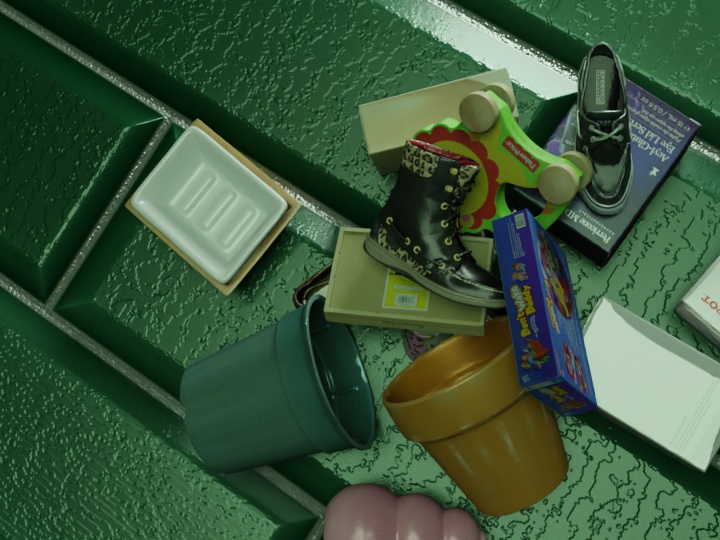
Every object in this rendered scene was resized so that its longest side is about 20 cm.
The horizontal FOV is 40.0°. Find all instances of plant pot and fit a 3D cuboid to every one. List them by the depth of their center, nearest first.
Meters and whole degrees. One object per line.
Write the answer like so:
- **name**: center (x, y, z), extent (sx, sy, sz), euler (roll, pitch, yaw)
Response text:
- **plant pot**: center (0.155, 0.183, 1.190), extent (0.199, 0.200, 0.184), euler (-30, 98, 4)
- **plant pot**: center (-0.108, 0.157, 1.247), extent (0.195, 0.200, 0.202), euler (-21, 78, 15)

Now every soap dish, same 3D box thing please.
- **soap dish**: center (-0.197, -0.084, 1.347), extent (0.200, 0.081, 0.158), euler (39, 89, 14)

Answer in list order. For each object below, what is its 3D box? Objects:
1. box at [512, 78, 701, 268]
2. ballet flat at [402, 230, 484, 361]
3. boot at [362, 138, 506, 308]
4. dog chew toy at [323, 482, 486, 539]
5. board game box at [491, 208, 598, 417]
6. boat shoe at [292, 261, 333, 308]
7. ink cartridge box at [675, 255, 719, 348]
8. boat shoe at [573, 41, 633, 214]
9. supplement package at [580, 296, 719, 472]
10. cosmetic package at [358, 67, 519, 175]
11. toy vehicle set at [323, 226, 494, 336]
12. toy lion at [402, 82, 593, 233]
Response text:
- **box**: center (0.307, -0.129, 1.252), extent (0.147, 0.104, 0.201), euler (35, 88, 13)
- **ballet flat**: center (0.104, 0.023, 1.281), extent (0.069, 0.071, 0.201), euler (25, 87, 12)
- **boot**: center (0.106, -0.054, 1.157), extent (0.199, 0.073, 0.152), euler (28, 110, 29)
- **dog chew toy**: center (0.055, 0.329, 1.220), extent (0.198, 0.125, 0.126), euler (3, 82, 3)
- **board game box**: center (0.208, 0.050, 1.117), extent (0.044, 0.134, 0.202), euler (-19, 60, 24)
- **boat shoe**: center (0.003, 0.006, 1.300), extent (0.201, 0.075, 0.075), euler (-30, 77, 4)
- **ink cartridge box**: center (0.504, 0.017, 1.202), extent (0.145, 0.084, 0.200), euler (42, 90, 14)
- **boat shoe**: center (0.289, -0.170, 1.172), extent (0.071, 0.068, 0.202), euler (1, 81, 11)
- **supplement package**: center (0.346, 0.137, 1.193), extent (0.199, 0.121, 0.120), euler (31, 88, 13)
- **cosmetic package**: center (0.106, -0.193, 1.299), extent (0.198, 0.105, 0.072), euler (-14, 77, 9)
- **toy vehicle set**: center (0.061, 0.012, 1.225), extent (0.198, 0.027, 0.125), euler (5, 60, 12)
- **toy lion**: center (0.151, -0.113, 1.202), extent (0.200, 0.069, 0.192), euler (43, 129, 9)
